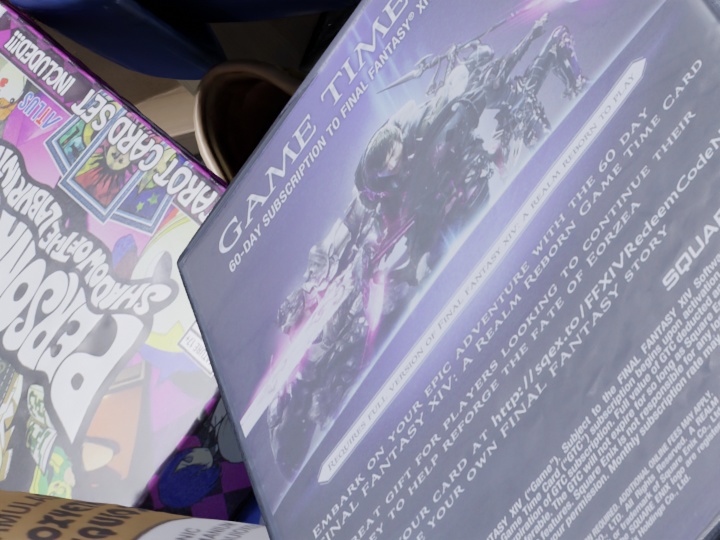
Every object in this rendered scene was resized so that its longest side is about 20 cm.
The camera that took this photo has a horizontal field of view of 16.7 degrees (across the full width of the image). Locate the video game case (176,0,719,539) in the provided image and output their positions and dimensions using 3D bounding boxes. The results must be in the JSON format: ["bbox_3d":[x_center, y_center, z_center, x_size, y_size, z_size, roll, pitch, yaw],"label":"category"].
[{"bbox_3d":[0.027,0.002,0.473,0.143,0.019,0.200,-53,31,20],"label":"video game case"}]

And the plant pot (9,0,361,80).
[{"bbox_3d":[-0.048,-0.174,0.783,0.179,0.201,0.200,-29,-7,6],"label":"plant pot"}]

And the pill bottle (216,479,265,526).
[{"bbox_3d":[-0.006,0.089,0.672,0.199,0.112,0.112,-7,49,42],"label":"pill bottle"}]

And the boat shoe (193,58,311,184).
[{"bbox_3d":[0.000,0.000,0.770,0.074,0.069,0.200,-54,42,15],"label":"boat shoe"}]

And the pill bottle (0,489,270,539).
[{"bbox_3d":[-0.070,0.107,0.541,0.199,0.115,0.115,6,54,16],"label":"pill bottle"}]

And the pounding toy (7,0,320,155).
[{"bbox_3d":[-0.140,-0.147,0.993,0.199,0.184,0.143,-10,48,41],"label":"pounding toy"}]

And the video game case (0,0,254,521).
[{"bbox_3d":[-0.109,0.032,0.683,0.182,0.036,0.200,-53,45,3],"label":"video game case"}]
